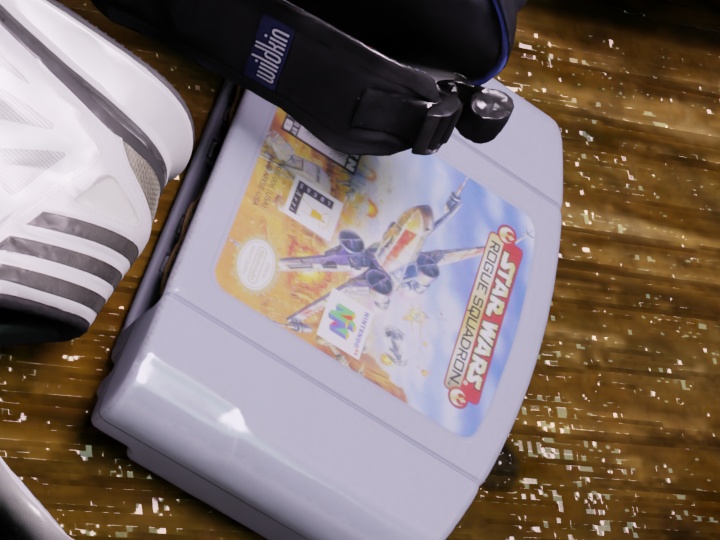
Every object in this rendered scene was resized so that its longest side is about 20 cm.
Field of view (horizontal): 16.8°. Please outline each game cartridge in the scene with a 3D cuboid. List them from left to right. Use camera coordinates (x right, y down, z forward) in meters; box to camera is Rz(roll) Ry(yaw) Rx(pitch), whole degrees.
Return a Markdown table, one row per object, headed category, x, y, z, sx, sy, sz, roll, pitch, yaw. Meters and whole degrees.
| category | x | y | z | sx | sy | sz | roll | pitch | yaw |
| --- | --- | --- | --- | --- | --- | --- | --- | --- | --- |
| game cartridge | 0.000 | 0.000 | 0.814 | 0.133 | 0.042 | 0.200 | 29 | 54 | -15 |

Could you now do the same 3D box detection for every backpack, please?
| category | x | y | z | sx | sy | sz | roll | pitch | yaw |
| --- | --- | --- | --- | --- | --- | --- | --- | --- | --- |
| backpack | -0.028 | -0.161 | 0.765 | 0.190 | 0.200 | 0.154 | 13 | 50 | 18 |

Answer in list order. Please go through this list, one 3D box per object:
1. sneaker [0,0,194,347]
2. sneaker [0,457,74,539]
| category | x | y | z | sx | sy | sz | roll | pitch | yaw |
| --- | --- | --- | --- | --- | --- | --- | --- | --- | --- |
| sneaker | -0.145 | -0.049 | 0.709 | 0.200 | 0.076 | 0.115 | 34 | 51 | -20 |
| sneaker | -0.146 | 0.045 | 0.657 | 0.200 | 0.087 | 0.075 | 36 | 54 | -14 |
